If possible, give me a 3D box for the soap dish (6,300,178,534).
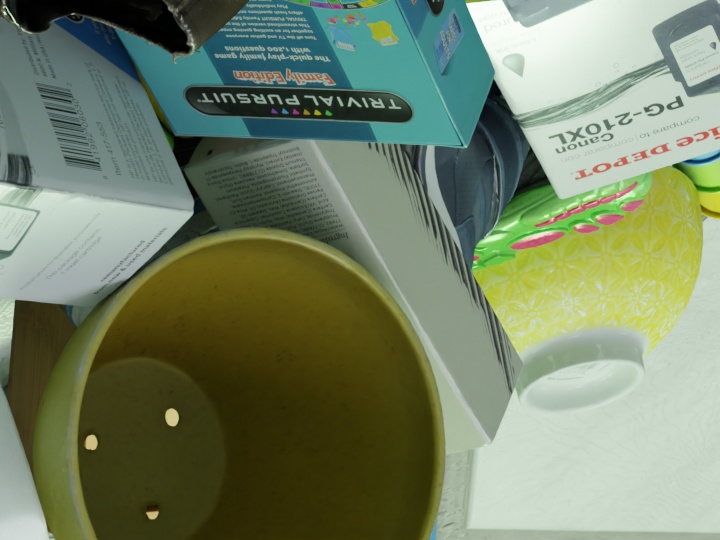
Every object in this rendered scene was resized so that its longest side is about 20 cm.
[{"bbox_3d":[-0.090,0.065,1.313,0.199,0.081,0.158,-3,117,-22],"label":"soap dish"}]

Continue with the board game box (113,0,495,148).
[{"bbox_3d":[-0.045,-0.136,1.011,0.150,0.047,0.200,4,144,27],"label":"board game box"}]

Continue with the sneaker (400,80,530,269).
[{"bbox_3d":[0.033,-0.091,1.275,0.076,0.146,0.203,6,128,23],"label":"sneaker"}]

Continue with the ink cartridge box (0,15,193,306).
[{"bbox_3d":[-0.187,-0.072,1.032,0.199,0.147,0.086,6,140,-47],"label":"ink cartridge box"}]

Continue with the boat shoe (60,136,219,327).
[{"bbox_3d":[-0.087,-0.039,1.259,0.200,0.072,0.072,-31,156,-41],"label":"boat shoe"}]

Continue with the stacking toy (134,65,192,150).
[{"bbox_3d":[-0.108,-0.080,1.175,0.199,0.086,0.085,-33,153,1],"label":"stacking toy"}]

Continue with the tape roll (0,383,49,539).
[{"bbox_3d":[-0.222,0.100,1.247,0.070,0.203,0.203,-19,152,-17],"label":"tape roll"}]

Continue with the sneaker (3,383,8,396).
[{"bbox_3d":[-0.154,0.103,1.460,0.081,0.074,0.199,-45,150,25],"label":"sneaker"}]

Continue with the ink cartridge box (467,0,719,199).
[{"bbox_3d":[0.134,-0.136,1.225,0.144,0.085,0.200,-17,147,13],"label":"ink cartridge box"}]

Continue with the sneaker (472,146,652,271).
[{"bbox_3d":[0.070,-0.051,1.394,0.199,0.084,0.077,-15,158,14],"label":"sneaker"}]

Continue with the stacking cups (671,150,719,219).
[{"bbox_3d":[0.198,-0.092,1.458,0.060,0.061,0.200,-33,151,10],"label":"stacking cups"}]

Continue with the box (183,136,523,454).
[{"bbox_3d":[0.000,0.000,1.213,0.082,0.069,0.201,-12,122,31],"label":"box"}]

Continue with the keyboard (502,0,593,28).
[{"bbox_3d":[0.039,-0.193,0.995,0.056,0.201,0.011,-21,-163,37],"label":"keyboard"}]

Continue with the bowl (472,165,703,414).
[{"bbox_3d":[0.125,0.024,1.490,0.199,0.108,0.200,-11,155,-5],"label":"bowl"}]

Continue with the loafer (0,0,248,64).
[{"bbox_3d":[-0.135,-0.136,0.951,0.199,0.072,0.073,15,147,11],"label":"loafer"}]

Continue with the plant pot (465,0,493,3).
[{"bbox_3d":[0.092,-0.202,1.062,0.199,0.188,0.187,-25,158,29],"label":"plant pot"}]

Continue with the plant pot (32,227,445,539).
[{"bbox_3d":[-0.080,0.087,1.165,0.199,0.201,0.142,-9,179,-33],"label":"plant pot"}]
